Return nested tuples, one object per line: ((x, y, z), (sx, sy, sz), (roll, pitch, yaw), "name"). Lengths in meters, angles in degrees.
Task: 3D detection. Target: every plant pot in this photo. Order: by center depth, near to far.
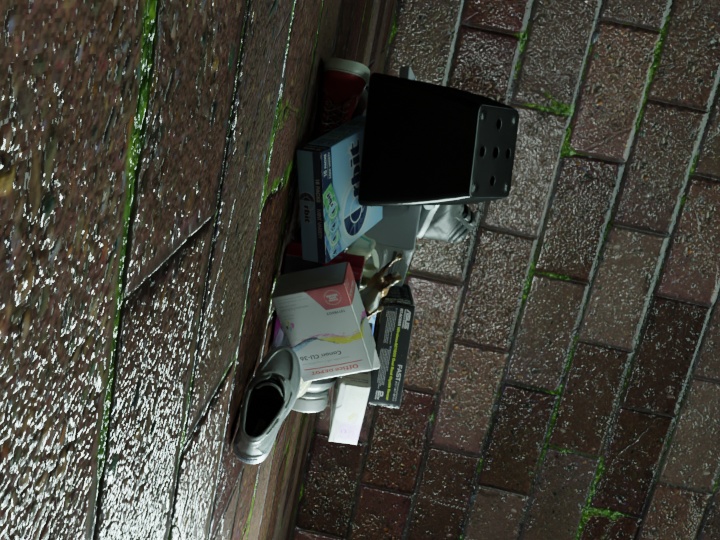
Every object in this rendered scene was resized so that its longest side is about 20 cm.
((0.132, -0.189, 1.373), (0.200, 0.177, 0.201), (-7, 106, -55), "plant pot")

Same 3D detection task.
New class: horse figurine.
((0.017, 0.054, 1.521), (0.200, 0.050, 0.133), (-57, -173, -29), "horse figurine")

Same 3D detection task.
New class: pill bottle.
((-0.090, 0.152, 1.651), (0.113, 0.112, 0.201), (-73, 174, -74), "pill bottle")

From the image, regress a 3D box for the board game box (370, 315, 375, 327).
((-0.026, 0.018, 1.909), (0.043, 0.200, 0.200), (-5, 114, -43), "board game box")

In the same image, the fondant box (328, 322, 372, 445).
((-0.018, 0.209, 1.699), (0.200, 0.058, 0.145), (-85, -174, -58), "fondant box")

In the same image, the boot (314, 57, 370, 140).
((-0.037, -0.243, 1.398), (0.200, 0.072, 0.145), (121, -17, -83), "boot")

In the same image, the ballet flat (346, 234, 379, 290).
((0.000, 0.000, 1.586), (0.200, 0.069, 0.070), (94, 8, -59), "ballet flat")

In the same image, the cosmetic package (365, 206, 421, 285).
((0.009, -0.101, 1.698), (0.123, 0.199, 0.200), (104, -1, -55), "cosmetic package")

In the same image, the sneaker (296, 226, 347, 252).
((-0.055, -0.022, 1.451), (0.104, 0.060, 0.201), (-21, -90, 65), "sneaker")

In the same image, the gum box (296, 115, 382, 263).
((-0.027, -0.127, 1.355), (0.200, 0.044, 0.171), (-42, 137, -55), "gum box")

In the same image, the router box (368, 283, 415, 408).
((0.055, 0.136, 1.671), (0.150, 0.062, 0.201), (-96, -167, -77), "router box")

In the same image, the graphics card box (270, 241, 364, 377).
((-0.071, 0.065, 1.422), (0.051, 0.125, 0.201), (-81, -177, -66), "graphics card box")

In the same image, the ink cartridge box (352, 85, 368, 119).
((0.007, -0.237, 1.538), (0.200, 0.082, 0.146), (-108, -143, -62), "ink cartridge box")

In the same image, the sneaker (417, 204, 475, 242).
((0.185, -0.134, 1.698), (0.071, 0.099, 0.200), (-94, -156, -49), "sneaker")

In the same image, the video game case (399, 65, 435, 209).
((0.105, -0.238, 1.621), (0.200, 0.023, 0.183), (53, 38, -56), "video game case")

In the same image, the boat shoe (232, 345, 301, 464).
((-0.125, 0.176, 1.261), (0.201, 0.073, 0.066), (-78, -177, -45), "boat shoe")

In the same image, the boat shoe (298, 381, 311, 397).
((-0.103, 0.152, 1.516), (0.065, 0.072, 0.200), (-24, 150, -51), "boat shoe")

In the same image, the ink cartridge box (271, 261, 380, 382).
((-0.047, 0.096, 1.359), (0.068, 0.116, 0.201), (-80, 156, -58), "ink cartridge box")
